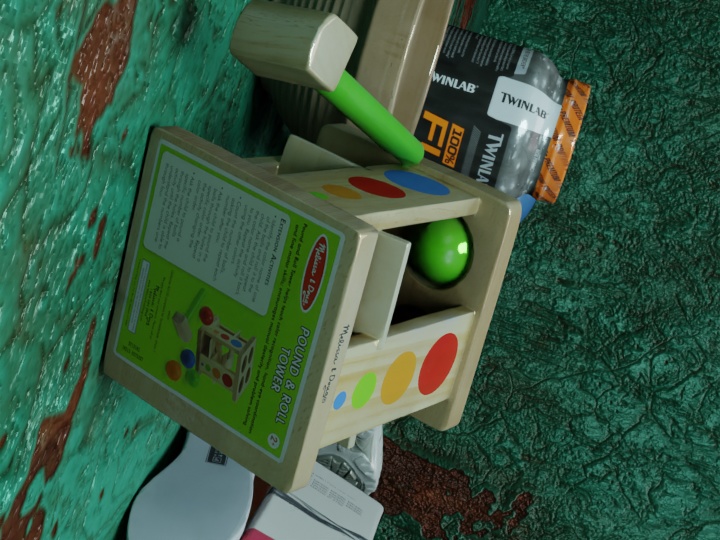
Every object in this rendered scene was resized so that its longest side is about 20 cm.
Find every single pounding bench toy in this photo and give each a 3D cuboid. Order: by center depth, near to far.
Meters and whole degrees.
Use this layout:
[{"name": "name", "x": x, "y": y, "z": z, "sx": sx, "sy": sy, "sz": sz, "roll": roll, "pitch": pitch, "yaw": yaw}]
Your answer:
[{"name": "pounding bench toy", "x": -0.007, "y": -0.026, "z": 0.637, "sx": 0.156, "sy": 0.124, "sz": 0.201, "roll": -12, "pitch": 123, "yaw": -53}]

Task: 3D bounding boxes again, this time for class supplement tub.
[{"name": "supplement tub", "x": 0.071, "y": -0.127, "z": 1.042, "sx": 0.123, "sy": 0.199, "sz": 0.123, "roll": 17, "pitch": 90, "yaw": -84}]

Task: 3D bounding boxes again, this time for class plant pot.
[{"name": "plant pot", "x": -0.002, "y": -0.143, "z": 0.804, "sx": 0.201, "sy": 0.092, "sz": 0.202, "roll": 17, "pitch": 90, "yaw": -84}]

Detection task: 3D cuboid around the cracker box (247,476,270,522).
[{"name": "cracker box", "x": -0.074, "y": 0.132, "z": 1.149, "sx": 0.134, "sy": 0.057, "sz": 0.201, "roll": 100, "pitch": 9, "yaw": -48}]

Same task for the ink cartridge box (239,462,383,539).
[{"name": "ink cartridge box", "x": -0.063, "y": 0.230, "z": 0.906, "sx": 0.145, "sy": 0.084, "sz": 0.200, "roll": -59, "pitch": 178, "yaw": 14}]

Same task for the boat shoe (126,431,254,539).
[{"name": "boat shoe", "x": -0.106, "y": 0.152, "z": 0.865, "sx": 0.200, "sy": 0.069, "sz": 0.067, "roll": -79, "pitch": -178, "yaw": -63}]

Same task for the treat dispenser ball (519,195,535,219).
[{"name": "treat dispenser ball", "x": 0.126, "y": -0.130, "z": 1.641, "sx": 0.201, "sy": 0.200, "sz": 0.202, "roll": 17, "pitch": 90, "yaw": -85}]

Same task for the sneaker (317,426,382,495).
[{"name": "sneaker", "x": -0.003, "y": 0.102, "z": 1.035, "sx": 0.200, "sy": 0.078, "sz": 0.100, "roll": 103, "pitch": 10, "yaw": -56}]
